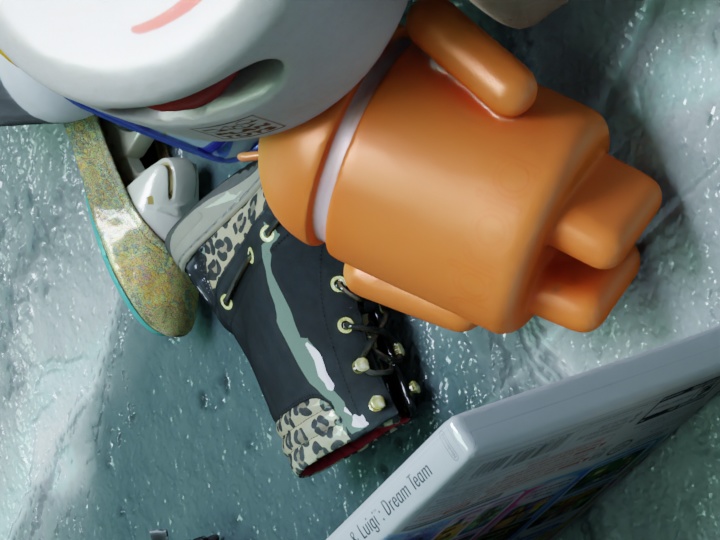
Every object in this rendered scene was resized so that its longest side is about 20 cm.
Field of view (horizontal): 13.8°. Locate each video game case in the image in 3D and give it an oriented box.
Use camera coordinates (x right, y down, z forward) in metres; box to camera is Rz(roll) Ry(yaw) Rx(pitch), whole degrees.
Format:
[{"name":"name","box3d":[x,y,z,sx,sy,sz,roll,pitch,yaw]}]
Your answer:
[{"name":"video game case","box3d":[0.063,0.098,1.340,0.024,0.199,0.182,58,133,16]}]

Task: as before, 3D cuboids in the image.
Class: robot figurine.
[{"name":"robot figurine","box3d":[0.038,-0.047,1.391,0.199,0.144,0.117,25,77,13]}]

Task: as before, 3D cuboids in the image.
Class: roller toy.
[{"name":"roller toy","box3d":[-0.074,-0.151,1.324,0.182,0.140,0.200,37,99,25]}]

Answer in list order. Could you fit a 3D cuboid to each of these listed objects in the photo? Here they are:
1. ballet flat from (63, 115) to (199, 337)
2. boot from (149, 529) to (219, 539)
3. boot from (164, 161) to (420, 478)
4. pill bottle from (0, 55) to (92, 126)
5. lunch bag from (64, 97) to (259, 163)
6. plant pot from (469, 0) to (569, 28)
[{"name":"ballet flat","box3d":[-0.124,-0.062,1.662,0.071,0.070,0.201,-43,61,43]},{"name":"boot","box3d":[-0.100,0.255,1.656,0.162,0.073,0.199,-38,66,38]},{"name":"boot","box3d":[0.000,0.000,1.515,0.203,0.073,0.154,-36,75,38]},{"name":"pill bottle","box3d":[-0.194,-0.134,1.619,0.199,0.113,0.114,-2,91,35]},{"name":"lunch bag","box3d":[-0.067,-0.160,1.482,0.200,0.160,0.082,-52,45,11]},{"name":"plant pot","box3d":[0.088,-0.234,1.299,0.174,0.200,0.201,-33,66,19]}]
